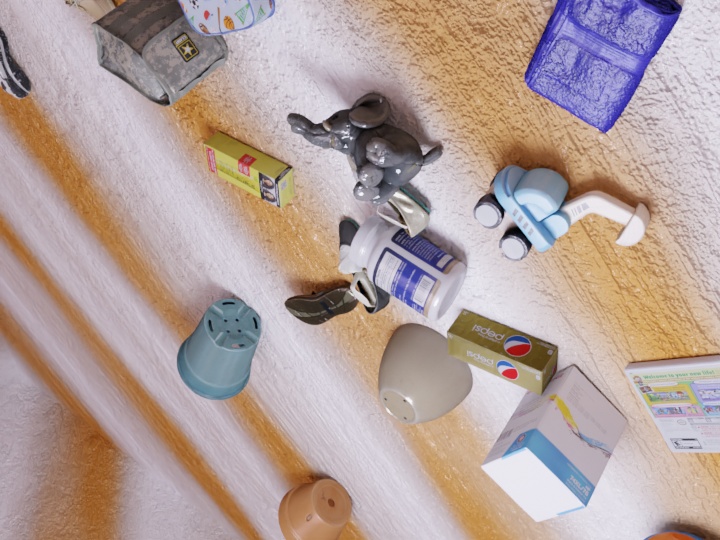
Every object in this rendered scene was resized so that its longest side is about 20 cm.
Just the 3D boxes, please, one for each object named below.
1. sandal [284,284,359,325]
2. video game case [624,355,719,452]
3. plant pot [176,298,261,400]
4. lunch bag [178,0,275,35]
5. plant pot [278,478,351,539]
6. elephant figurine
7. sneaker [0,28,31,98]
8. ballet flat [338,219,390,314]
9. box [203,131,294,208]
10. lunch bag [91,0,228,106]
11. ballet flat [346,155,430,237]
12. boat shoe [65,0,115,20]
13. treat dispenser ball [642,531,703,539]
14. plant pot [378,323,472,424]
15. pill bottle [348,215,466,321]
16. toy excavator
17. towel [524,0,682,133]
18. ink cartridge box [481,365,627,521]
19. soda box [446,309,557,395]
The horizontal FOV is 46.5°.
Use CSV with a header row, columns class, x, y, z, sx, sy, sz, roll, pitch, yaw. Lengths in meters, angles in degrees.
class,x,y,z,sx,sy,sz,roll,pitch,yaw
sandal,-0.078,0.063,1.806,0.197,0.055,0.082,-21,117,38
video game case,0.545,0.216,1.335,0.198,0.022,0.184,-15,114,52
plant pot,-0.342,0.186,2.090,0.199,0.200,0.197,40,138,6
lunch bag,-0.232,-0.479,1.389,0.197,0.075,0.163,6,128,43
plant pot,-0.115,0.681,2.361,0.200,0.200,0.140,45,129,-1
elephant figurine,0.003,-0.219,1.374,0.142,0.154,0.201,-49,57,22
sneaker,-0.880,-0.510,2.030,0.079,0.074,0.203,14,135,39
ballet flat,0.000,0.000,1.639,0.067,0.068,0.203,-2,124,47
box,-0.223,-0.202,1.680,0.197,0.050,0.076,29,143,22
lunch bag,-0.356,-0.401,1.514,0.198,0.164,0.119,34,148,14
ballet flat,0.035,-0.137,1.455,0.199,0.063,0.067,42,177,5
boat shoe,-0.564,-0.549,1.667,0.200,0.065,0.072,43,146,3
treat dispenser ball,0.574,0.578,1.516,0.198,0.201,0.204,27,142,23
plant pot,0.110,0.230,1.701,0.198,0.134,0.203,27,141,24
pill bottle,0.082,-0.008,1.504,0.198,0.116,0.117,33,144,17
toy excavator,0.294,-0.089,1.233,0.195,0.100,0.199,48,137,-7
towel,0.295,-0.282,1.063,0.147,0.050,0.202,36,144,14
ink cartridge box,0.342,0.304,1.478,0.146,0.200,0.147,43,146,-2
soda box,0.255,0.147,1.524,0.197,0.068,0.065,21,140,31
